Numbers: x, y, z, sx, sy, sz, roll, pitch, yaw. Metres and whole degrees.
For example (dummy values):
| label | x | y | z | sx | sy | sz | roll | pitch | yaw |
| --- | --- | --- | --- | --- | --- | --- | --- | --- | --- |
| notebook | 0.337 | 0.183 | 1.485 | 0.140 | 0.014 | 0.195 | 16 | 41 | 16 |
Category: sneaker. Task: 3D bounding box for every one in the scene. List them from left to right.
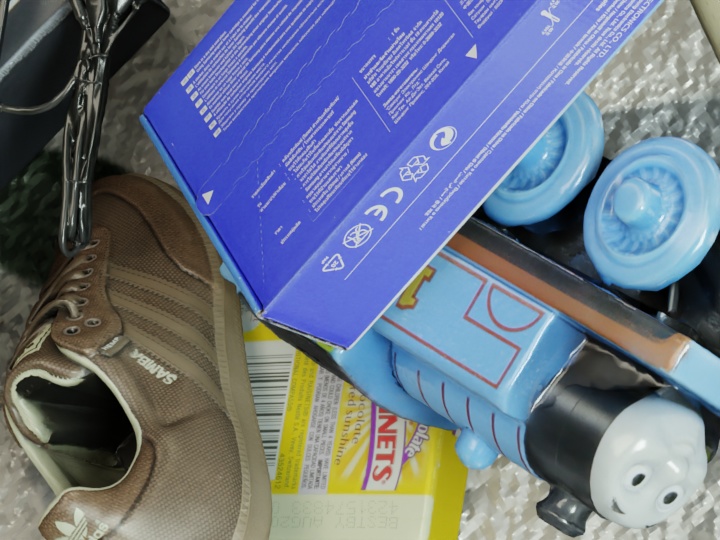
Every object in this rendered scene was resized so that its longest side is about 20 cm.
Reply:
| label | x | y | z | sx | sy | sz | roll | pitch | yaw |
| --- | --- | --- | --- | --- | --- | --- | --- | --- | --- |
| sneaker | -0.084 | 0.026 | 0.951 | 0.071 | 0.075 | 0.200 | -53 | 35 | 24 |

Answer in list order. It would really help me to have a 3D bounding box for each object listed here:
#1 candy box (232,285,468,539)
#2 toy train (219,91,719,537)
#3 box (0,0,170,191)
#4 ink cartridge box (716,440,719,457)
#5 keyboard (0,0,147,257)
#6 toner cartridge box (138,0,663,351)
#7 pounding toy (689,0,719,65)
| label | x | y | z | sx | sy | sz | roll | pitch | yaw |
| --- | --- | --- | --- | --- | --- | --- | --- | --- | --- |
| candy box | 0.000 | 0.000 | 0.964 | 0.102 | 0.026 | 0.201 | -1 | 69 | 32 |
| toy train | 0.051 | 0.004 | 0.856 | 0.200 | 0.087 | 0.115 | 32 | 92 | 44 |
| box | -0.213 | -0.098 | 1.039 | 0.200 | 0.123 | 0.198 | -44 | 81 | 5 |
| ink cartridge box | 0.186 | -0.020 | 0.845 | 0.119 | 0.042 | 0.201 | 22 | 80 | 38 |
| keyboard | -0.135 | -0.057 | 0.955 | 0.126 | 0.021 | 0.201 | 10 | 90 | 16 |
| toner cartridge box | 0.027 | -0.082 | 0.823 | 0.200 | 0.043 | 0.095 | -48 | 48 | 18 |
| pounding toy | 0.090 | -0.198 | 0.891 | 0.184 | 0.201 | 0.142 | 24 | 39 | 30 |
